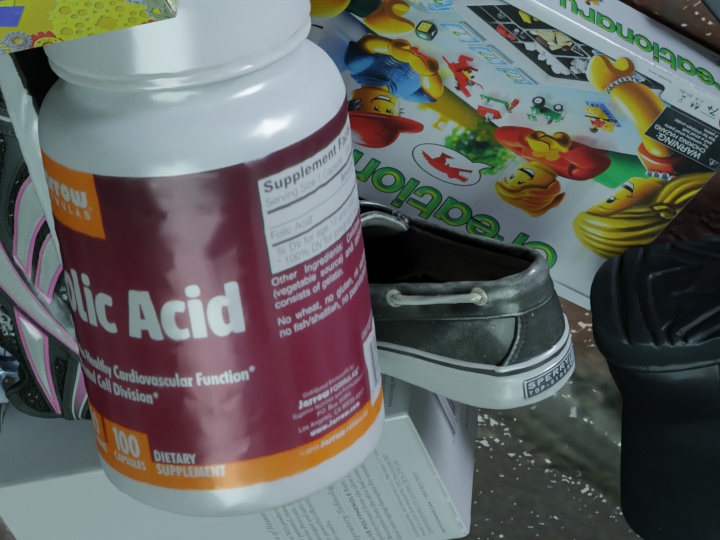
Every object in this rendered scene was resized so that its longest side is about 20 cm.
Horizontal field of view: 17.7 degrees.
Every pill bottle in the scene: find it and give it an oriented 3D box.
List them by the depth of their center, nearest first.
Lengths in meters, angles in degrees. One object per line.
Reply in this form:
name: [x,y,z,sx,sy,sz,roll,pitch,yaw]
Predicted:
pill bottle: [-0.057,-0.021,0.855,0.114,0.114,0.201,-3,116,10]

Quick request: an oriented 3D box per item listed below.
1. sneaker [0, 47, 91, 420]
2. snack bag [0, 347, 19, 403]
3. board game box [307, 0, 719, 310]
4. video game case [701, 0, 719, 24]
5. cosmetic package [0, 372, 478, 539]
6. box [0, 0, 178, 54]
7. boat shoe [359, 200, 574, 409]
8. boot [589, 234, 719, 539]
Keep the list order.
sneaker: [-0.136,-0.015,0.936,0.086,0.080,0.201,-10,115,14]
snack bag: [-0.188,-0.012,0.972,0.199,0.021,0.189,-26,128,-5]
board game box: [0.045,-0.072,0.935,0.199,0.035,0.126,25,131,-15]
video game case: [0.245,-0.080,0.914,0.143,0.019,0.200,-28,122,28]
cosmetic package: [-0.055,0.069,1.028,0.199,0.108,0.085,-11,131,19]
box: [-0.162,-0.165,0.692,0.199,0.193,0.122,-10,143,15]
boat shoe: [0.000,0.000,0.953,0.199,0.071,0.064,11,129,36]
boot: [0.201,0.053,0.989,0.199,0.077,0.168,-6,141,12]
